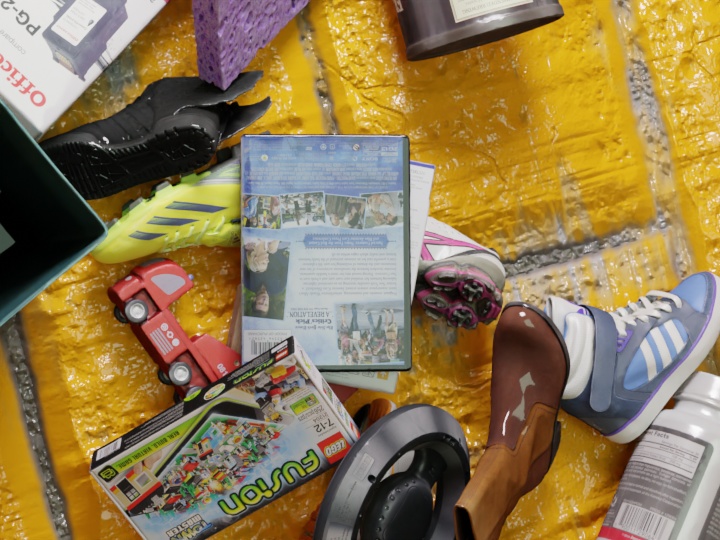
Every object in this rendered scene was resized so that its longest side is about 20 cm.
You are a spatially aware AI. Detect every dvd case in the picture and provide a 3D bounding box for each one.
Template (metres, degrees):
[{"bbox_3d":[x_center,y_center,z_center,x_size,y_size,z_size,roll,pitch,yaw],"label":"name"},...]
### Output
[{"bbox_3d":[-0.029,-0.014,1.218,0.143,0.018,0.200,0,86,-4],"label":"dvd case"}]

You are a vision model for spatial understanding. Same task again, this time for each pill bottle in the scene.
[{"bbox_3d":[0.308,0.201,1.386,0.111,0.111,0.200,30,78,-18],"label":"pill bottle"}]

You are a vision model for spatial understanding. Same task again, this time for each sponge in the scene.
[{"bbox_3d":[-0.074,-0.253,1.230,0.030,0.112,0.200,25,53,18],"label":"sponge"}]

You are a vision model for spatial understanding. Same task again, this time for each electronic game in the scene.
[{"bbox_3d":[0.029,0.209,1.236,0.200,0.042,0.200,-25,123,-44],"label":"electronic game"}]

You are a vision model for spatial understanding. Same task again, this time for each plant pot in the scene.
[{"bbox_3d":[-0.308,-0.031,1.105,0.141,0.200,0.141,-42,102,-18],"label":"plant pot"}]

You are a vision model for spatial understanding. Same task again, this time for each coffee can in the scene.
[{"bbox_3d":[0.086,-0.303,1.301,0.146,0.146,0.200,-17,93,-21],"label":"coffee can"}]

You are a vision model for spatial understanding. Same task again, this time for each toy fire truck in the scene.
[{"bbox_3d":[-0.109,0.059,1.261,0.141,0.049,0.200,-37,100,-19],"label":"toy fire truck"}]

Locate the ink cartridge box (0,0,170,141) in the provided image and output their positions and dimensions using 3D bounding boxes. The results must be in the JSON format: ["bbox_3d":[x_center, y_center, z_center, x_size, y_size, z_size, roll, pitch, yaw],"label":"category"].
[{"bbox_3d":[-0.255,-0.223,1.196,0.145,0.084,0.200,43,73,-14],"label":"ink cartridge box"}]

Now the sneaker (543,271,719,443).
[{"bbox_3d":[0.249,0.050,1.384,0.146,0.081,0.200,40,80,-20],"label":"sneaker"}]

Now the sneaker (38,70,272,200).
[{"bbox_3d":[-0.178,-0.119,1.233,0.200,0.104,0.060,-10,124,11],"label":"sneaker"}]

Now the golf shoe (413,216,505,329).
[{"bbox_3d":[0.035,-0.015,1.320,0.200,0.073,0.092,22,37,-8],"label":"golf shoe"}]

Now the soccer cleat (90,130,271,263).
[{"bbox_3d":[-0.134,-0.047,1.240,0.200,0.065,0.084,-31,100,-26],"label":"soccer cleat"}]

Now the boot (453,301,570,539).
[{"bbox_3d":[0.115,0.148,1.266,0.200,0.068,0.188,-47,146,-50],"label":"boot"}]

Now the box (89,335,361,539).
[{"bbox_3d":[-0.110,0.150,1.207,0.200,0.035,0.110,-31,111,9],"label":"box"}]

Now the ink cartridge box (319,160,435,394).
[{"bbox_3d":[0.000,0.000,1.244,0.095,0.037,0.200,11,88,-4],"label":"ink cartridge box"}]

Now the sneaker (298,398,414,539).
[{"bbox_3d":[0.013,0.220,1.291,0.092,0.076,0.200,30,79,-23],"label":"sneaker"}]
